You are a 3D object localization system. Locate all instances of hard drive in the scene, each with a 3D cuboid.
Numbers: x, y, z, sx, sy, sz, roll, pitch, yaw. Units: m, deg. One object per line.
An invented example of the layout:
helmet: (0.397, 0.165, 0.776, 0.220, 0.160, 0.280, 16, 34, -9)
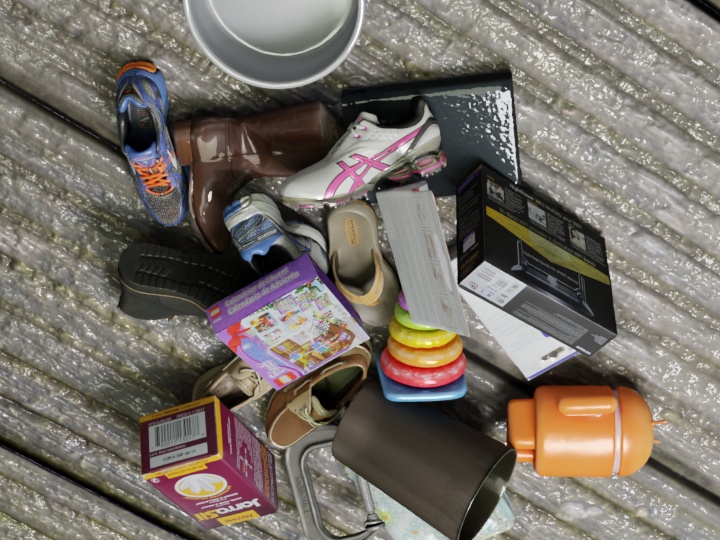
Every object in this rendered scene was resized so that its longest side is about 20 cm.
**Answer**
hard drive: (0.085, -0.152, 1.599, 0.197, 0.033, 0.141, -5, 119, 8)

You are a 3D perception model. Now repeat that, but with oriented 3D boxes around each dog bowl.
dog bowl: (-0.090, -0.306, 1.497, 0.197, 0.079, 0.202, 2, 121, 3)

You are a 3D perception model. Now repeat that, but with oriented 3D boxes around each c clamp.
c clamp: (-0.020, 0.276, 1.817, 0.169, 0.027, 0.203, -9, 92, 21)

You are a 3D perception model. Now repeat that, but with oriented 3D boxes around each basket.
basket: (0.075, 0.233, 1.710, 0.199, 0.180, 0.137, 29, 94, 19)

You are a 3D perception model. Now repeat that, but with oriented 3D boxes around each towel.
towel: (0.096, 0.299, 1.851, 0.170, 0.048, 0.201, -26, 115, 17)

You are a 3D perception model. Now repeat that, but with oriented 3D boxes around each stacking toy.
stacking toy: (0.077, 0.052, 1.674, 0.108, 0.116, 0.202, -3, 115, -6)

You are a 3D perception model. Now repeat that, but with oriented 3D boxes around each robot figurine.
robot figurine: (0.285, 0.204, 1.744, 0.197, 0.117, 0.146, 0, 110, 5)

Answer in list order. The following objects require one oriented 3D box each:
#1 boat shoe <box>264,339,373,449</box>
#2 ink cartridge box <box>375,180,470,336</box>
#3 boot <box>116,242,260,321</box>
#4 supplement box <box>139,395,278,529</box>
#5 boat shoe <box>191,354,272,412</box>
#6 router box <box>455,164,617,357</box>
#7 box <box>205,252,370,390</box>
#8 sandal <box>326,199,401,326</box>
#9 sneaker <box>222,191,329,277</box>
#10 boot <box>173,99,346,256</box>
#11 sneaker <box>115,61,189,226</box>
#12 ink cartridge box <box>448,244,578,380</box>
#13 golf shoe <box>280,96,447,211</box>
boat shoe: (-0.057, 0.160, 1.762, 0.075, 0.074, 0.200, 28, 118, -21)
ink cartridge box: (0.084, -0.016, 1.515, 0.056, 0.200, 0.164, -18, 97, -19)
boot: (-0.204, 0.035, 1.696, 0.198, 0.078, 0.139, 21, 153, -5)
supplement box: (-0.193, 0.252, 1.777, 0.109, 0.086, 0.200, -16, 146, 13)
boat shoe: (-0.138, 0.134, 1.762, 0.199, 0.065, 0.071, -38, 111, 23)
router box: (0.201, -0.011, 1.579, 0.199, 0.158, 0.052, 28, 131, -23)
box: (-0.082, 0.064, 1.624, 0.136, 0.039, 0.200, -29, 151, 4)
sandal: (0.000, 0.000, 1.671, 0.079, 0.054, 0.201, -6, 132, 9)
sneaker: (-0.095, -0.014, 1.622, 0.077, 0.086, 0.200, -27, 151, 19)
boot: (-0.105, -0.106, 1.611, 0.197, 0.065, 0.188, -5, 124, 12)
sneaker: (-0.250, -0.138, 1.606, 0.074, 0.079, 0.202, -9, 119, 10)
ink cartridge box: (0.192, 0.036, 1.697, 0.099, 0.039, 0.201, -30, 112, 19)
golf shoe: (-0.004, -0.129, 1.540, 0.198, 0.073, 0.093, -21, 107, -15)
